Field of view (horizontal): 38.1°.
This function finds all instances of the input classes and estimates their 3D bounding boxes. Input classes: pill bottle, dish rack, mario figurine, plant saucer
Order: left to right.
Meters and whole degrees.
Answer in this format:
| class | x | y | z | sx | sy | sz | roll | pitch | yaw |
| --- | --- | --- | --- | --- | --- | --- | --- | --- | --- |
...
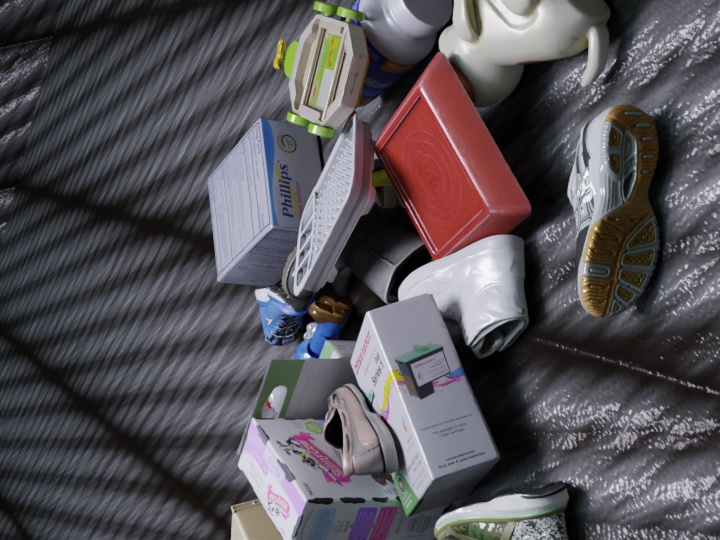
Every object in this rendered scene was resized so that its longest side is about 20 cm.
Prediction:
| class | x | y | z | sx | sy | sz | roll | pitch | yaw |
| --- | --- | --- | --- | --- | --- | --- | --- | --- | --- |
| mario figurine | -0.086 | 0.128 | 1.445 | 0.106 | 0.123 | 0.201 | 33 | 109 | 42 |
| dish rack | -0.027 | -0.078 | 1.286 | 0.172 | 0.043 | 0.201 | -88 | 20 | -48 |
| pill bottle | 0.028 | -0.300 | 1.339 | 0.200 | 0.111 | 0.113 | -30 | 60 | 53 |
| plant saucer | 0.088 | -0.108 | 1.166 | 0.201 | 0.037 | 0.200 | 62 | 154 | 9 |

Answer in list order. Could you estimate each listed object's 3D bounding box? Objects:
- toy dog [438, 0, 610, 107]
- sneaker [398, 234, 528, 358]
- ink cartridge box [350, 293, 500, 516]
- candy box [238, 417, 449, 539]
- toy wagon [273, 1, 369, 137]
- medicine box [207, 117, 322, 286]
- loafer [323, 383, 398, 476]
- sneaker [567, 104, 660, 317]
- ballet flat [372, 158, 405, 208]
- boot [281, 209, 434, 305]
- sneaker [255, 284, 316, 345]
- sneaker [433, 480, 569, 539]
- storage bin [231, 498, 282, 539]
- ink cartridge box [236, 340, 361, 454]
| class | x | y | z | sx | sy | sz | roll | pitch | yaw |
| --- | --- | --- | --- | --- | --- | --- | --- | --- | --- |
| toy dog | 0.165 | -0.258 | 1.114 | 0.194 | 0.139 | 0.200 | 52 | 137 | 0 |
| sneaker | 0.112 | 0.047 | 1.176 | 0.200 | 0.073 | 0.117 | -32 | 55 | 51 |
| ink cartridge box | 0.065 | 0.149 | 1.156 | 0.145 | 0.083 | 0.201 | 107 | 145 | -61 |
| candy box | -0.022 | 0.250 | 1.236 | 0.168 | 0.199 | 0.072 | 45 | 122 | 51 |
| toy wagon | -0.053 | -0.259 | 1.318 | 0.200 | 0.039 | 0.156 | 35 | 113 | 57 |
| medicine box | -0.144 | -0.099 | 1.590 | 0.200 | 0.102 | 0.184 | -38 | 53 | 49 |
| loafer | -0.015 | 0.182 | 1.192 | 0.200 | 0.062 | 0.072 | -147 | 45 | -70 |
| sneaker | 0.239 | -0.055 | 1.006 | 0.088 | 0.075 | 0.202 | 180 | 99 | -74 |
| ballet flat | 0.045 | -0.113 | 1.329 | 0.199 | 0.066 | 0.068 | 1 | 103 | 57 |
| boot | -0.002 | 0.000 | 1.344 | 0.182 | 0.072 | 0.200 | -53 | 42 | 5 |
| sneaker | -0.103 | 0.063 | 1.520 | 0.200 | 0.078 | 0.090 | 163 | 99 | -76 |
| sneaker | 0.146 | 0.282 | 1.085 | 0.200 | 0.076 | 0.089 | -36 | 63 | 53 |
| storage bin | -0.039 | 0.362 | 1.255 | 0.200 | 0.197 | 0.094 | -127 | 34 | -48 |
| ink cartridge box | -0.056 | 0.159 | 1.307 | 0.048 | 0.199 | 0.146 | 48 | 124 | 48 |
